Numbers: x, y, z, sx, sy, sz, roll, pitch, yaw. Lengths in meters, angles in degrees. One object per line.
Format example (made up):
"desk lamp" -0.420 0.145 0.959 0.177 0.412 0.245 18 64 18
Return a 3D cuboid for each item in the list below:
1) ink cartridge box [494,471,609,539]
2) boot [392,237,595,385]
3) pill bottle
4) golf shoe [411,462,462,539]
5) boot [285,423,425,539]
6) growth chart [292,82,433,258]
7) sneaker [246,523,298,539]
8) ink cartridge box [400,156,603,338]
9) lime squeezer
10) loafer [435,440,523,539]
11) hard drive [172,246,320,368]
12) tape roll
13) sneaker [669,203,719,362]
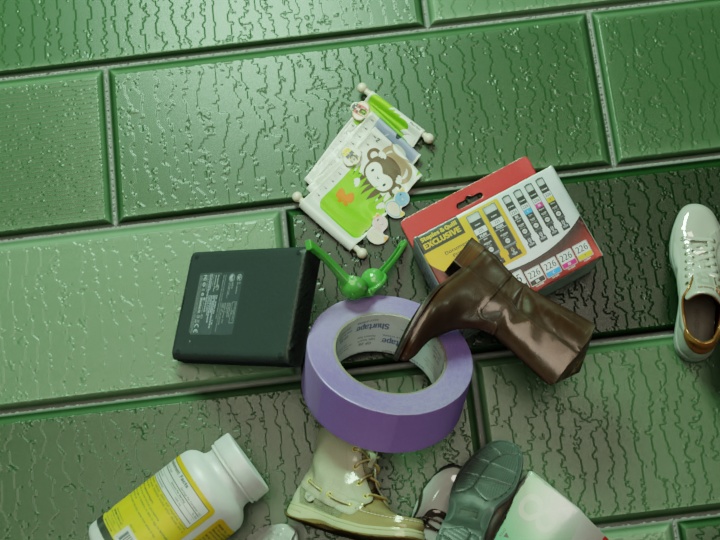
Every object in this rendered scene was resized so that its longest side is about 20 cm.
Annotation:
"ink cartridge box" 0.231 0.365 1.396 0.199 0.050 0.161 38 80 11
"boot" 0.160 0.085 1.370 0.199 0.064 0.187 38 73 3
"pill bottle" -0.211 0.287 1.389 0.199 0.113 0.113 -37 78 -8
"golf shoe" 0.085 0.322 1.385 0.077 0.095 0.202 22 76 7
"boot" 0.008 0.236 1.381 0.198 0.072 0.157 2 68 43
"growth chart" 0.007 -0.128 1.534 0.144 0.018 0.201 31 80 7
"sneaker" -0.126 0.395 1.388 0.076 0.081 0.201 3 52 44
"ink cartridge box" 0.170 -0.039 1.475 0.198 0.084 0.177 -28 78 -5
"lime squeezer" 0.000 0.000 1.437 0.038 0.199 0.071 -30 74 34
"loafer" 0.134 0.287 1.372 0.071 0.063 0.201 17 46 21
"hard drive" -0.141 0.044 1.428 0.198 0.033 0.142 -2 72 40
"tape roll" 0.031 0.119 1.394 0.197 0.066 0.201 6 40 -5
"sneaker" 0.427 0.007 1.460 0.072 0.085 0.203 1 75 3
